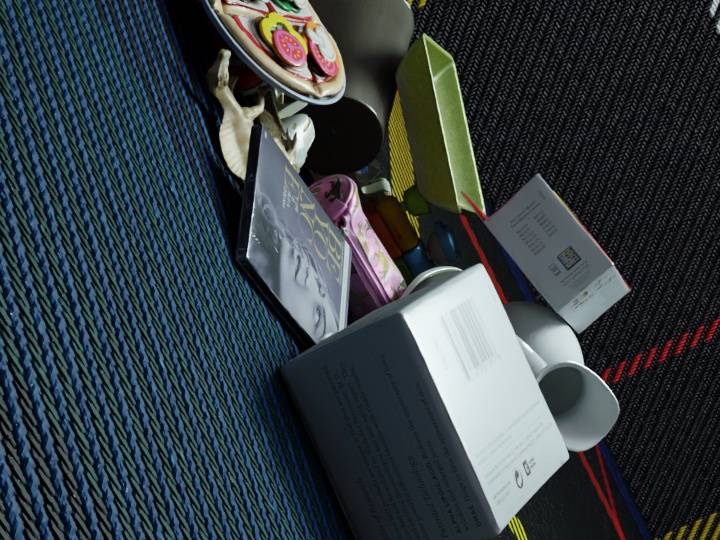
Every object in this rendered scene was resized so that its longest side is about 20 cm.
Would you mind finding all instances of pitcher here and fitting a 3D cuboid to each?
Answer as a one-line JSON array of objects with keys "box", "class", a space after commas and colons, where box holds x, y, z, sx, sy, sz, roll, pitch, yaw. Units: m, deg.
[{"box": [0.180, 0.094, 1.789, 0.172, 0.121, 0.200, 46, 1, -25], "class": "pitcher"}]

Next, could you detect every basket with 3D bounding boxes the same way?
[{"box": [-0.025, -0.214, 1.838, 0.201, 0.178, 0.137, -89, 160, -47], "class": "basket"}]

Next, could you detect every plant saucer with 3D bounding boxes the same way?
[{"box": [0.088, -0.154, 1.853, 0.200, 0.047, 0.203, 3, 75, -77], "class": "plant saucer"}]

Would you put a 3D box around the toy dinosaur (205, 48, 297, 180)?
[{"box": [-0.103, -0.111, 1.521, 0.202, 0.058, 0.101, 69, 26, -13], "class": "toy dinosaur"}]

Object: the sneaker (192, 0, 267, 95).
[{"box": [-0.140, -0.261, 1.630, 0.085, 0.077, 0.202, 25, 36, -50], "class": "sneaker"}]

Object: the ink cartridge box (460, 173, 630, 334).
[{"box": [0.210, -0.032, 1.821, 0.176, 0.084, 0.200, 52, 6, 15], "class": "ink cartridge box"}]

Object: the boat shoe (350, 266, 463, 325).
[{"box": [0.063, 0.053, 1.628, 0.201, 0.060, 0.073, -31, 115, -43], "class": "boat shoe"}]

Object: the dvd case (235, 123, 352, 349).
[{"box": [-0.056, -0.014, 1.478, 0.200, 0.016, 0.150, 55, 30, -47], "class": "dvd case"}]

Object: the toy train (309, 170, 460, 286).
[{"box": [0.028, -0.068, 1.859, 0.201, 0.115, 0.085, 61, 11, -26], "class": "toy train"}]

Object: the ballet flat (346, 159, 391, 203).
[{"box": [0.004, -0.099, 1.957, 0.200, 0.063, 0.068, 55, 15, -48], "class": "ballet flat"}]

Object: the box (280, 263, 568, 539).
[{"box": [0.060, 0.125, 1.403, 0.202, 0.130, 0.199, 65, 28, -1], "class": "box"}]

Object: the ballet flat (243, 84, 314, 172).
[{"box": [-0.081, -0.154, 1.632, 0.071, 0.064, 0.202, 70, 4, -56], "class": "ballet flat"}]

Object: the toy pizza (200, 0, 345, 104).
[{"box": [-0.082, -0.248, 1.589, 0.199, 0.032, 0.201, 37, 30, -25], "class": "toy pizza"}]

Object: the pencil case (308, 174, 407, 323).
[{"box": [0.000, 0.000, 1.662, 0.201, 0.082, 0.087, 60, 36, -32], "class": "pencil case"}]
